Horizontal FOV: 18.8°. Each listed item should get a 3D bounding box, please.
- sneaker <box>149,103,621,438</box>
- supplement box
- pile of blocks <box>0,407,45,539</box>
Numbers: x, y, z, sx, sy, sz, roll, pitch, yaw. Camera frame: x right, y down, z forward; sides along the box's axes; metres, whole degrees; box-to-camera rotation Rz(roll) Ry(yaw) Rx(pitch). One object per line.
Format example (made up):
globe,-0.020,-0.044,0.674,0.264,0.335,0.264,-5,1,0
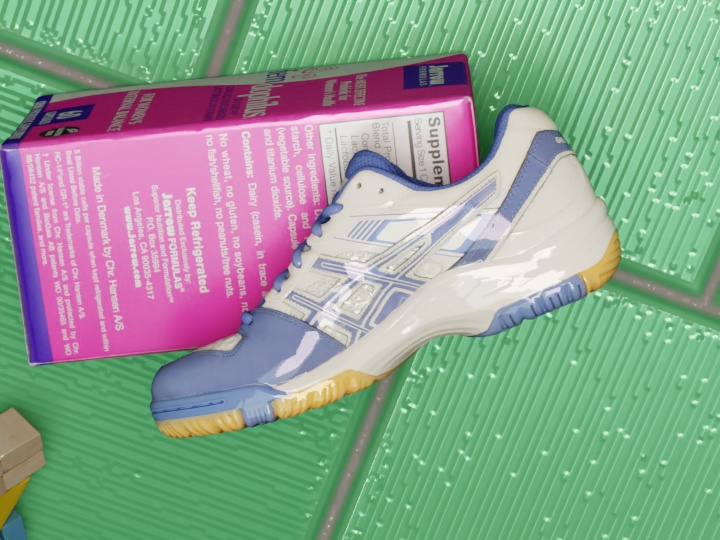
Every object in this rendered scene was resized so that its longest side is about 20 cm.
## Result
sneaker,0.000,0.000,0.872,0.200,0.075,0.088,-24,93,1
supplement box,-0.045,-0.028,0.946,0.200,0.101,0.103,-5,106,2
pile of blocks,-0.216,0.145,1.033,0.062,0.082,0.200,38,97,35
